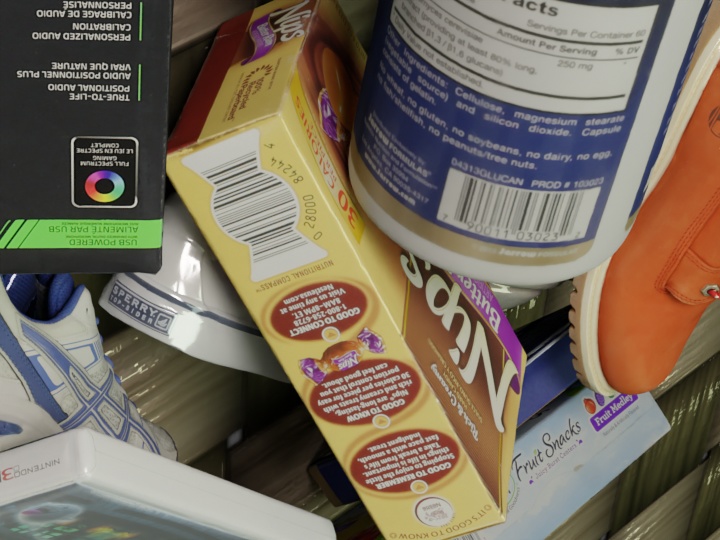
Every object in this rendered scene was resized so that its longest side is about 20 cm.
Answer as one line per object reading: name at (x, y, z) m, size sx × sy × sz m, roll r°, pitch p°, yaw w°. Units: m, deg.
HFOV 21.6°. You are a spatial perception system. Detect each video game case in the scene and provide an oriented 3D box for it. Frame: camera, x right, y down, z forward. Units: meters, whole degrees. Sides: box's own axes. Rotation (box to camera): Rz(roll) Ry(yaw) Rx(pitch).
video game case at (-0.131, 0.115, 0.749) m, size 0.182 × 0.023 × 0.200 m, roll -19°, pitch 156°, yaw 20°

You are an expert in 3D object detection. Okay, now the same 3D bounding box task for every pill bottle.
pill bottle at (0.065, -0.102, 0.642) m, size 0.111 × 0.111 × 0.200 m, roll -28°, pitch 146°, yaw -37°

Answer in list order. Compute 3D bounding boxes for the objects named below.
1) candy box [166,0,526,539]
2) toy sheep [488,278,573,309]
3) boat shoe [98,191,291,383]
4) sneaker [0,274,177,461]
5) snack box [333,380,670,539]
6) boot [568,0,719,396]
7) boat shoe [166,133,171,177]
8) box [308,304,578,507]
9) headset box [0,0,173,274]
candy box at (0.000, 0.000, 0.755) m, size 0.200 × 0.056 × 0.117 m, roll 60°, pitch 23°, yaw -25°
toy sheep at (0.067, -0.049, 0.866) m, size 0.138 × 0.138 × 0.200 m, roll 4°, pitch 101°, yaw -56°
boat shoe at (-0.041, 0.007, 0.809) m, size 0.065 × 0.074 × 0.200 m, roll -63°, pitch 165°, yaw 3°
sneaker at (-0.119, 0.043, 0.750) m, size 0.200 × 0.075 × 0.088 m, roll 36°, pitch 67°, yaw -66°
snack box at (0.048, 0.124, 0.964) m, size 0.200 × 0.053 × 0.142 m, roll -31°, pitch -179°, yaw -43°
boot at (0.160, -0.011, 0.815) m, size 0.075 × 0.107 × 0.200 m, roll -30°, pitch 145°, yaw -49°
boat shoe at (-0.108, -0.075, 0.658) m, size 0.066 × 0.070 × 0.200 m, roll -53°, pitch 151°, yaw -15°
box at (0.063, 0.063, 0.958) m, size 0.121 × 0.032 × 0.200 m, roll -35°, pitch -179°, yaw -29°
headset box at (-0.137, -0.091, 0.494) m, size 0.174 × 0.093 × 0.200 m, roll 0°, pitch 131°, yaw -10°
